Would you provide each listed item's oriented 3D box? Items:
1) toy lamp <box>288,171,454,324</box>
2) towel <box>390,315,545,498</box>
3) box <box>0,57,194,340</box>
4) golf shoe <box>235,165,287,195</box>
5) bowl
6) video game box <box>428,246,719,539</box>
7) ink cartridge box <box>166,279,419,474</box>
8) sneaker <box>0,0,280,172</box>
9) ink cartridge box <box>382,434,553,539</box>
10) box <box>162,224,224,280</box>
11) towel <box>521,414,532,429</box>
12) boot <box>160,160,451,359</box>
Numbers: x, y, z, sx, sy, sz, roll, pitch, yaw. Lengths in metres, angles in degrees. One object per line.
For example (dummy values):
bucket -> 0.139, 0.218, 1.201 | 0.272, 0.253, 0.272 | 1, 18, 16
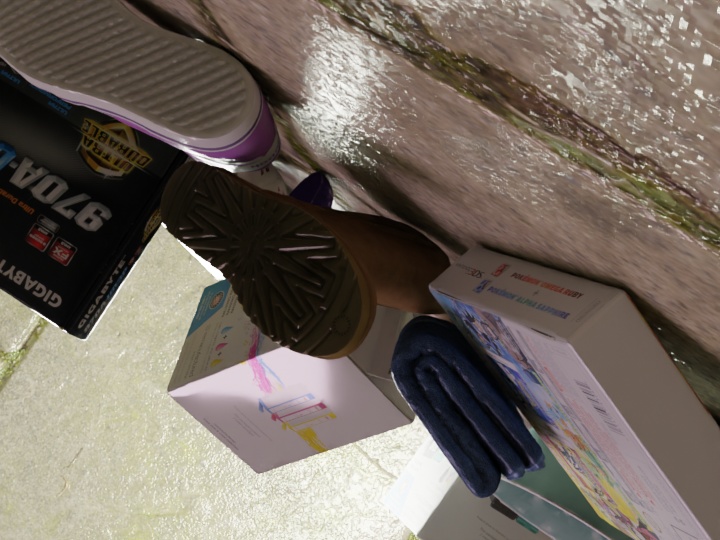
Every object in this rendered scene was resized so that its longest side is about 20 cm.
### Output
toy lamp -> 0.031, 0.006, 0.983 | 0.200, 0.058, 0.058 | 38, 175, -23
towel -> 0.066, 0.079, 0.872 | 0.112, 0.048, 0.200 | 53, -175, 1
box -> -0.231, -0.070, 0.942 | 0.200, 0.159, 0.046 | 32, 174, 12
golf shoe -> -0.088, -0.065, 1.032 | 0.092, 0.073, 0.200 | 29, -173, -10
bowl -> 0.215, 0.191, 1.195 | 0.200, 0.105, 0.201 | 32, 167, 8
video game box -> 0.139, 0.083, 0.749 | 0.200, 0.047, 0.182 | 53, 168, -18
ink cartridge box -> -0.037, 0.064, 1.137 | 0.200, 0.129, 0.125 | -24, 125, 33
sneaker -> -0.136, -0.114, 0.802 | 0.200, 0.073, 0.114 | 33, 178, 15
ink cartridge box -> 0.151, 0.218, 1.429 | 0.146, 0.200, 0.147 | 37, 175, -13
box -> -0.153, -0.066, 1.254 | 0.200, 0.050, 0.198 | 47, 162, -21
towel -> 0.193, 0.182, 1.307 | 0.200, 0.133, 0.035 | 37, -147, -13
boot -> 0.000, 0.000, 0.807 | 0.200, 0.066, 0.175 | 16, -158, -51
